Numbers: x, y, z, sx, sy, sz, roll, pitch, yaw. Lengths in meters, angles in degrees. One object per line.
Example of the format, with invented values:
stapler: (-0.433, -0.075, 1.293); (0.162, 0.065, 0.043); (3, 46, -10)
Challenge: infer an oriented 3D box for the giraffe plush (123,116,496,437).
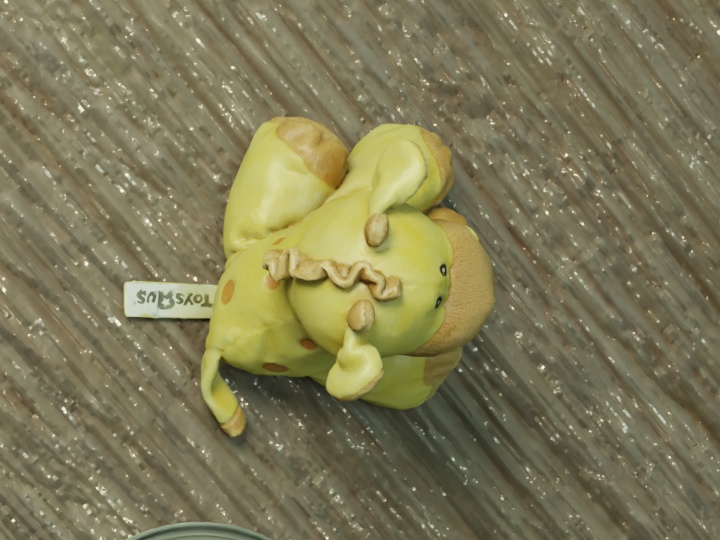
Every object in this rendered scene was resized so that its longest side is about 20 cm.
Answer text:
giraffe plush: (0.000, 0.000, 1.337); (0.200, 0.162, 0.173); (-17, 95, -28)

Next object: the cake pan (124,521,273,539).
cake pan: (-0.079, 0.231, 1.353); (0.200, 0.037, 0.201); (2, 86, -27)
